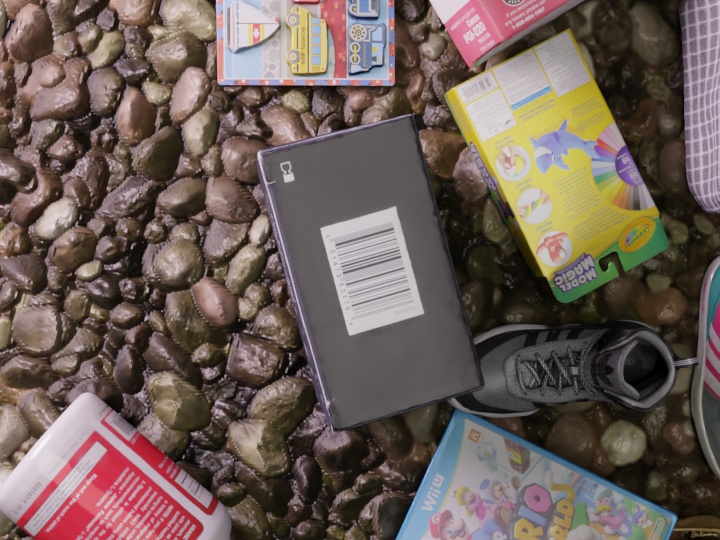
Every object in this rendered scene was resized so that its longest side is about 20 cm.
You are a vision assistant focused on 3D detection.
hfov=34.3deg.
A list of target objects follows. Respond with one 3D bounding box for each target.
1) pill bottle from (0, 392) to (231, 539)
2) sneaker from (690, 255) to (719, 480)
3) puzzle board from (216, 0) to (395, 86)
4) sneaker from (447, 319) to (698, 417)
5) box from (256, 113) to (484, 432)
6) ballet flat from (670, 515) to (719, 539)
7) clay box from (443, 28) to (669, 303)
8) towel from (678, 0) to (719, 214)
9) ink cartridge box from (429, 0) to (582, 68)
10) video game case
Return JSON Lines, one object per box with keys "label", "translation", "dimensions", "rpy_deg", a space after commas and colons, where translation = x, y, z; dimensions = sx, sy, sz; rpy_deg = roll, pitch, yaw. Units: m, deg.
{"label": "pill bottle", "translation": [-0.174, 0.199, 0.909], "dimensions": [0.200, 0.112, 0.112], "rpy_deg": [42, 86, -4]}
{"label": "sneaker", "translation": [0.332, 0.085, 0.958], "dimensions": [0.083, 0.121, 0.203], "rpy_deg": [-2, 90, -6]}
{"label": "puzzle board", "translation": [-0.046, -0.255, 0.972], "dimensions": [0.149, 0.017, 0.203], "rpy_deg": [-1, 89, -6]}
{"label": "sneaker", "translation": [0.170, 0.078, 0.941], "dimensions": [0.198, 0.114, 0.076], "rpy_deg": [-8, 90, -10]}
{"label": "box", "translation": [0.000, 0.000, 0.883], "dimensions": [0.116, 0.200, 0.199], "rpy_deg": [-15, 92, -5]}
{"label": "ballet flat", "translation": [0.227, 0.241, 0.976], "dimensions": [0.198, 0.063, 0.070], "rpy_deg": [-10, 90, -6]}
{"label": "clay box", "translation": [0.165, -0.084, 0.978], "dimensions": [0.114, 0.048, 0.202], "rpy_deg": [-27, 94, -6]}
{"label": "towel", "translation": [0.318, -0.146, 0.938], "dimensions": [0.084, 0.166, 0.203], "rpy_deg": [-1, 90, 0]}
{"label": "ink cartridge box", "translation": [0.106, -0.293, 0.947], "dimensions": [0.145, 0.085, 0.201], "rpy_deg": [-33, 92, -13]}
{"label": "video game case", "translation": [0.138, 0.220, 0.956], "dimensions": [0.198, 0.018, 0.144], "rpy_deg": [25, 88, 15]}
